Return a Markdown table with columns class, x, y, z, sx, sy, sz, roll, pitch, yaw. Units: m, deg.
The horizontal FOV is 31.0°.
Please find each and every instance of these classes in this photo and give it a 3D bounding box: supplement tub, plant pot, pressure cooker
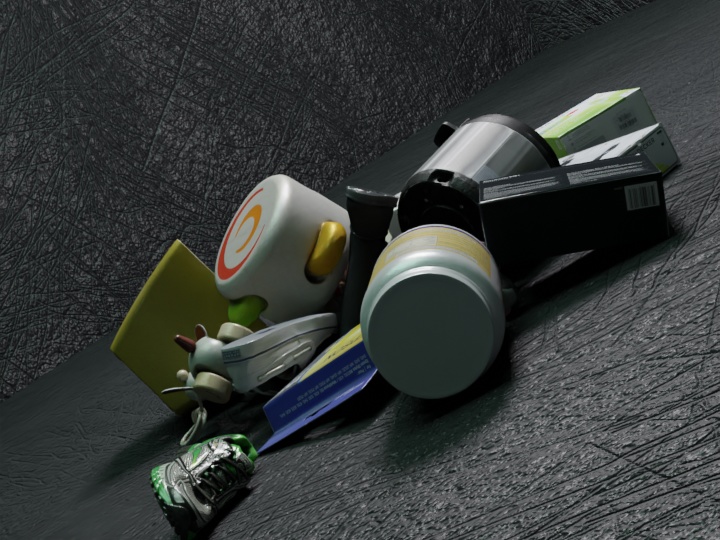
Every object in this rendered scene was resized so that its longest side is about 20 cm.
| class | x | y | z | sx | sy | sz | roll | pitch | yaw |
| --- | --- | --- | --- | --- | --- | --- | --- | --- | --- |
| supplement tub | 0.074 | 0.040 | 1.318 | 0.144 | 0.147 | 0.200 | -28 | 8 | 11 |
| plant pot | -0.248 | 0.099 | 1.869 | 0.177 | 0.200 | 0.200 | -47 | 0 | -9 |
| pressure cooker | 0.165 | -0.097 | 1.654 | 0.177 | 0.177 | 0.200 | 2 | 38 | 42 |

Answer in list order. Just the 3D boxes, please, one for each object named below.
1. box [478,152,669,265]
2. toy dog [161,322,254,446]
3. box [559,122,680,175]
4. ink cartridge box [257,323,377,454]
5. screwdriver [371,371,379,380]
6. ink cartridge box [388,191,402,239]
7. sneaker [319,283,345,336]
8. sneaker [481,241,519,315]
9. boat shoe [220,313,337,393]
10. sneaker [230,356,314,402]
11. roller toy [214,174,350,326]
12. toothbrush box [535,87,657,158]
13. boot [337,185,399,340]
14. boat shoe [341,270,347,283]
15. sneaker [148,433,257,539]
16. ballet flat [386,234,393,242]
| class | x | y | z | sx | sy | sz | roll | pitch | yaw |
| --- | --- | --- | --- | --- | --- | --- | --- | --- | --- |
| box | 0.234 | -0.070 | 1.455 | 0.197 | 0.080 | 0.141 | -10 | 15 | 8 |
| toy dog | -0.211 | 0.124 | 1.667 | 0.200 | 0.096 | 0.133 | -50 | 15 | 45 |
| box | 0.311 | -0.122 | 1.726 | 0.116 | 0.061 | 0.199 | -36 | 10 | -34 |
| ink cartridge box | -0.023 | 0.110 | 1.490 | 0.197 | 0.047 | 0.200 | -35 | 2 | 39 |
| screwdriver | 0.044 | 0.092 | 1.493 | 0.199 | 0.029 | 0.028 | -31 | 8 | -39 |
| ink cartridge box | 0.121 | -0.068 | 1.832 | 0.198 | 0.126 | 0.129 | -28 | 9 | 8 |
| sneaker | -0.022 | 0.050 | 1.823 | 0.081 | 0.078 | 0.199 | -27 | 6 | -41 |
| sneaker | 0.133 | -0.002 | 1.506 | 0.095 | 0.080 | 0.199 | -30 | 24 | -19 |
| boat shoe | -0.092 | 0.100 | 1.599 | 0.071 | 0.067 | 0.199 | -13 | 4 | 32 |
| sneaker | -0.133 | 0.147 | 1.704 | 0.115 | 0.076 | 0.200 | -37 | -1 | 14 |
| roller toy | -0.097 | -0.024 | 1.751 | 0.200 | 0.139 | 0.183 | -50 | 26 | 26 |
| toothbrush box | 0.348 | -0.201 | 1.964 | 0.145 | 0.087 | 0.200 | -30 | 7 | -4 |
| boot | 0.000 | 0.000 | 1.632 | 0.065 | 0.203 | 0.165 | 13 | 4 | 9 |
| boat shoe | -0.048 | 0.011 | 1.912 | 0.069 | 0.071 | 0.200 | -6 | -9 | 2 |
| sneaker | -0.160 | 0.213 | 1.346 | 0.084 | 0.079 | 0.200 | -27 | 9 | 11 |
| ballet flat | 0.079 | -0.075 | 1.965 | 0.073 | 0.073 | 0.201 | -18 | 39 | 54 |
